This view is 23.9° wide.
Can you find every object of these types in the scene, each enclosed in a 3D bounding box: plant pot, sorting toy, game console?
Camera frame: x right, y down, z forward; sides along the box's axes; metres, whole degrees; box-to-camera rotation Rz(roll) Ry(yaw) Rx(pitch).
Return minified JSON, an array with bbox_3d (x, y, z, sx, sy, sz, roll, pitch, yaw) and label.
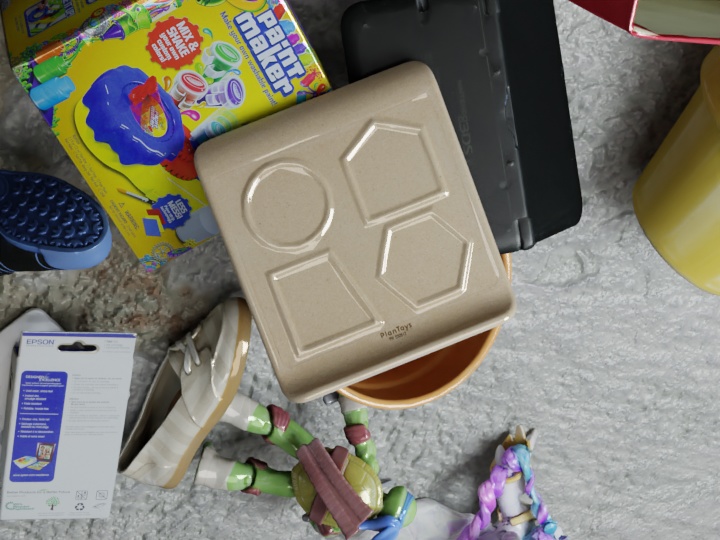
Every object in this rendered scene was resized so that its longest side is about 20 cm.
[{"bbox_3d":[0.000,0.000,1.355,0.199,0.140,0.202,-4,98,-30],"label":"plant pot"},{"bbox_3d":[-0.003,-0.028,1.233,0.184,0.036,0.201,-21,93,-3],"label":"sorting toy"},{"bbox_3d":[0.331,-0.086,1.403,0.200,0.202,0.189,24,130,-28],"label":"plant pot"},{"bbox_3d":[0.082,-0.115,1.301,0.174,0.116,0.202,-10,97,-1],"label":"game console"}]

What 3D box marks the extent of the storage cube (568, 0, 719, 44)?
[{"bbox_3d":[0.234,-0.270,1.222,0.198,0.180,0.172,-2,115,-28],"label":"storage cube"}]

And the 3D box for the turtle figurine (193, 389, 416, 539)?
[{"bbox_3d":[-0.040,0.161,1.518,0.192,0.201,0.144,19,141,-5],"label":"turtle figurine"}]

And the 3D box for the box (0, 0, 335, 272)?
[{"bbox_3d":[-0.132,-0.144,1.263,0.192,0.122,0.201,-29,126,3],"label":"box"}]

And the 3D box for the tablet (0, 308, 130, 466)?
[{"bbox_3d":[-0.310,0.127,1.456,0.199,0.014,0.130,-36,125,10],"label":"tablet"}]

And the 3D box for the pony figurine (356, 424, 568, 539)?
[{"bbox_3d":[0.118,0.266,1.603,0.193,0.166,0.201,-35,126,-31],"label":"pony figurine"}]

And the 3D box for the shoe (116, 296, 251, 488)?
[{"bbox_3d":[-0.149,0.106,1.452,0.053,0.070,0.201,15,117,-28],"label":"shoe"}]

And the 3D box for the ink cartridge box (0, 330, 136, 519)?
[{"bbox_3d":[-0.250,0.124,1.440,0.099,0.039,0.201,3,123,-18],"label":"ink cartridge box"}]

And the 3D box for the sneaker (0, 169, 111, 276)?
[{"bbox_3d":[-0.266,-0.029,1.287,0.199,0.070,0.078,17,143,25],"label":"sneaker"}]
